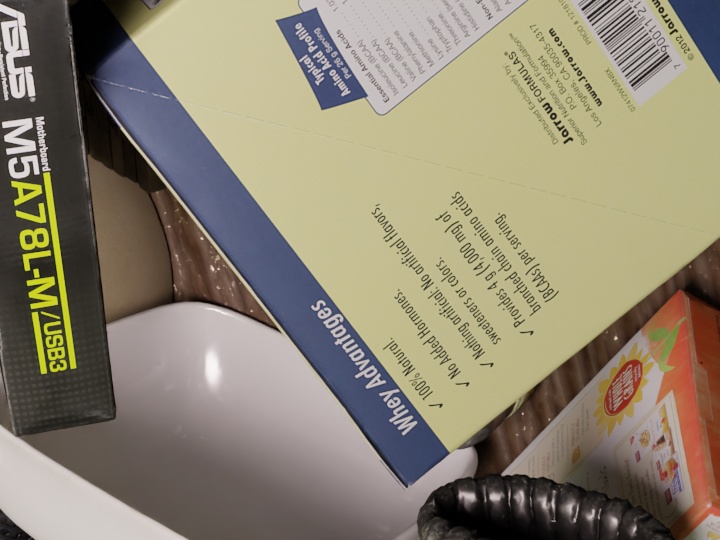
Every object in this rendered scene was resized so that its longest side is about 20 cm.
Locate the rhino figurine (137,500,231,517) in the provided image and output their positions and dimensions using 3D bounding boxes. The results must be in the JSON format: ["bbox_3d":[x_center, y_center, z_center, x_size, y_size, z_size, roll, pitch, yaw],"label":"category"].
[{"bbox_3d":[-0.051,0.152,0.898,0.198,0.087,0.060,12,90,-5],"label":"rhino figurine"}]

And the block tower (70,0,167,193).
[{"bbox_3d":[-0.124,-0.095,0.812,0.199,0.054,0.058,29,130,47],"label":"block tower"}]

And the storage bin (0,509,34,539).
[{"bbox_3d":[-0.206,0.200,0.949,0.093,0.200,0.136,11,116,23],"label":"storage bin"}]

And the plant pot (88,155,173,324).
[{"bbox_3d":[-0.215,0.013,0.911,0.199,0.134,0.202,10,115,22],"label":"plant pot"}]

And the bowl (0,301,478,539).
[{"bbox_3d":[-0.063,0.102,0.827,0.199,0.199,0.075,25,116,23],"label":"bowl"}]

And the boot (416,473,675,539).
[{"bbox_3d":[0.026,0.159,0.705,0.209,0.080,0.159,-3,124,10],"label":"boot"}]

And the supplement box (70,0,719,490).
[{"bbox_3d":[0.024,-0.070,0.674,0.199,0.134,0.200,-38,111,-1],"label":"supplement box"}]

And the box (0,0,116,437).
[{"bbox_3d":[-0.131,-0.075,0.658,0.047,0.201,0.194,-8,131,-12],"label":"box"}]

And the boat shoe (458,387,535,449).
[{"bbox_3d":[0.000,0.001,0.837,0.201,0.066,0.072,46,124,2],"label":"boat shoe"}]

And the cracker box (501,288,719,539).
[{"bbox_3d":[0.109,0.124,0.791,0.057,0.135,0.200,27,126,-18],"label":"cracker box"}]
